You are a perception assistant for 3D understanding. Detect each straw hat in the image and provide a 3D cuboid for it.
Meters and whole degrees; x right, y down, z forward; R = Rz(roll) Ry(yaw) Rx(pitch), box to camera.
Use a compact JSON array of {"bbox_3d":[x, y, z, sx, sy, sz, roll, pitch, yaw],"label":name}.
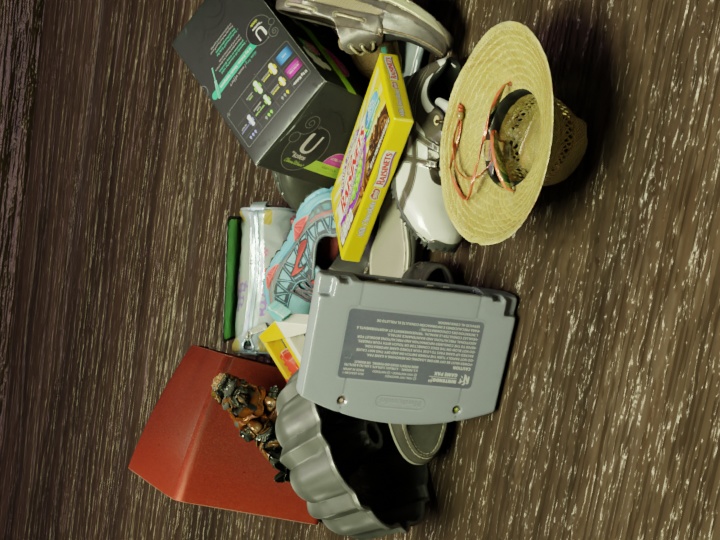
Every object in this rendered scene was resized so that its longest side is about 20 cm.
[{"bbox_3d":[0.150,-0.114,0.987,0.200,0.084,0.205,-176,90,-68],"label":"straw hat"}]

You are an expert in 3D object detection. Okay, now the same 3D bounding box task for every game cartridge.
[{"bbox_3d":[0.042,0.076,1.051,0.041,0.196,0.136,-141,60,-69],"label":"game cartridge"}]

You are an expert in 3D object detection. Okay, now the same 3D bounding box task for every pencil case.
[{"bbox_3d":[-0.124,0.014,1.480,0.082,0.090,0.204,1,86,36],"label":"pencil case"}]

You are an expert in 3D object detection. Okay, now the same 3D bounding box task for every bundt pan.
[{"bbox_3d":[-0.015,0.177,1.136,0.075,0.201,0.205,-28,58,25],"label":"bundt pan"}]

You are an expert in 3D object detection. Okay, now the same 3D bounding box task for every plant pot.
[{"bbox_3d":[-0.157,0.199,1.435,0.199,0.197,0.179,5,80,61],"label":"plant pot"}]

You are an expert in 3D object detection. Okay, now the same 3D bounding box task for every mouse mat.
[{"bbox_3d":[-0.162,0.008,1.525,0.200,0.007,0.164,-21,-67,-83],"label":"mouse mat"}]

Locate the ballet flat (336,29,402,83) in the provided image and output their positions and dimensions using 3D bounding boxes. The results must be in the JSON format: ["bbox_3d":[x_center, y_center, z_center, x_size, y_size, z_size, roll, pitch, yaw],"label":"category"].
[{"bbox_3d":[-0.007,-0.294,1.260,0.073,0.067,0.202,88,163,-52],"label":"ballet flat"}]

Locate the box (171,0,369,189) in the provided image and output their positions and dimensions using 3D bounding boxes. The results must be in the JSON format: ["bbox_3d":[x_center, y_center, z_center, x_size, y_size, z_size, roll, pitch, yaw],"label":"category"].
[{"bbox_3d":[-0.085,-0.213,1.249,0.124,0.148,0.201,-46,63,20],"label":"box"}]

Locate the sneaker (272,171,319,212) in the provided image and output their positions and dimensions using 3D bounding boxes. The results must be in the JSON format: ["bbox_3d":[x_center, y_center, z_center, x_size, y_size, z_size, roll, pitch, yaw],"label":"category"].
[{"bbox_3d":[-0.053,-0.164,1.353,0.090,0.075,0.204,25,115,49],"label":"sneaker"}]

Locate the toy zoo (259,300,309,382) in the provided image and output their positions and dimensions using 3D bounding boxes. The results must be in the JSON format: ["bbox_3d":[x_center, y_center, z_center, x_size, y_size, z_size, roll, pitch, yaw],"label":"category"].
[{"bbox_3d":[-0.049,0.122,1.288,0.202,0.020,0.131,59,151,-8],"label":"toy zoo"}]

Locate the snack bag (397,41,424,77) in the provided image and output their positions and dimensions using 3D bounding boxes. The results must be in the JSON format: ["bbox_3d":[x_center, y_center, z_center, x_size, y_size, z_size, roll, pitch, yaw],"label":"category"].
[{"bbox_3d":[0.021,-0.234,1.308,0.200,0.021,0.192,45,127,54],"label":"snack bag"}]

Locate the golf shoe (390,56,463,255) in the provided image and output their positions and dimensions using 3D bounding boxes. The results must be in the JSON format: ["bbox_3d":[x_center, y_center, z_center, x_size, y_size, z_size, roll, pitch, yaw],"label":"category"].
[{"bbox_3d":[0.078,-0.120,1.131,0.094,0.077,0.204,-37,57,55],"label":"golf shoe"}]

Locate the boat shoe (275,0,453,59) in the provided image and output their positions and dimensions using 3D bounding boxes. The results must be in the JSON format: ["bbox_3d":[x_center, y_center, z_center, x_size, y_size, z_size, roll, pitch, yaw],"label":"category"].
[{"bbox_3d":[0.001,-0.258,1.171,0.074,0.198,0.074,-64,-12,5],"label":"boat shoe"}]

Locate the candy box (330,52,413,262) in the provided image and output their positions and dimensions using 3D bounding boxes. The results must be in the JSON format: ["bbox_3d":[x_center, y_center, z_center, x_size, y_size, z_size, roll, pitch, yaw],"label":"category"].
[{"bbox_3d":[0.009,-0.115,1.178,0.202,0.026,0.103,112,159,-44],"label":"candy box"}]

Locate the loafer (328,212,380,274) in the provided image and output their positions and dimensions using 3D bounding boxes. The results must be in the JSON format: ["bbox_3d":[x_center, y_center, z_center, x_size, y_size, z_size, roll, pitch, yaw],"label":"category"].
[{"bbox_3d":[0.000,0.000,1.268,0.072,0.071,0.204,8,94,62],"label":"loafer"}]

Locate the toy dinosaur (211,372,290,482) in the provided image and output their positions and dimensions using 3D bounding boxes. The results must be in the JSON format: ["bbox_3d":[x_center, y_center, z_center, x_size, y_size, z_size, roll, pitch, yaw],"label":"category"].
[{"bbox_3d":[-0.085,0.185,1.305,0.135,0.198,0.104,13,83,54],"label":"toy dinosaur"}]

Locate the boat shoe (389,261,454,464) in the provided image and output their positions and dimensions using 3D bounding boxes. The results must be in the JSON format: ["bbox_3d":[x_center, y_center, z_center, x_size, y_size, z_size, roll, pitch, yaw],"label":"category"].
[{"bbox_3d":[0.064,0.090,1.130,0.057,0.066,0.204,157,116,-65],"label":"boat shoe"}]

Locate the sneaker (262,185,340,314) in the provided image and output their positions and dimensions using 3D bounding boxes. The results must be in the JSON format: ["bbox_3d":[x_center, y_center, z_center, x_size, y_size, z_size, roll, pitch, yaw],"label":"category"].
[{"bbox_3d":[-0.060,0.000,1.376,0.096,0.078,0.202,59,137,43],"label":"sneaker"}]

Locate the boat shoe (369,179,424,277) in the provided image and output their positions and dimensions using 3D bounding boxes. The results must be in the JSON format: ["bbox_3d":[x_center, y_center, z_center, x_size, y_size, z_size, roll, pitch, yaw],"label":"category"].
[{"bbox_3d":[0.049,-0.052,1.214,0.066,0.056,0.204,6,97,50],"label":"boat shoe"}]
